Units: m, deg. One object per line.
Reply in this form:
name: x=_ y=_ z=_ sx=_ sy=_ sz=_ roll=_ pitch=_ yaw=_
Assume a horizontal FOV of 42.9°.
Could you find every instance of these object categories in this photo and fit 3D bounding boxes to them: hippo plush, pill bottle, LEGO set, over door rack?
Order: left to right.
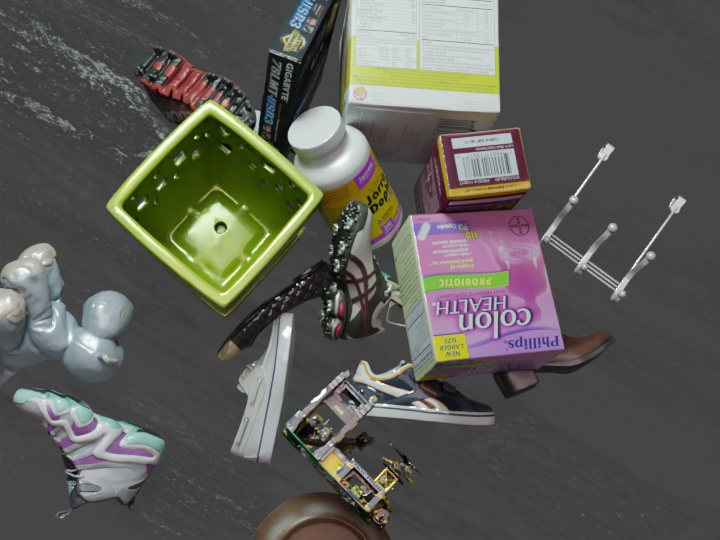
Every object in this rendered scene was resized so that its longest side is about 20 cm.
hippo plush: x=-0.376 y=0.077 z=1.154 sx=0.160 sy=0.159 sz=0.201 roll=18 pitch=75 yaw=-2
pill bottle: x=-0.022 y=-0.121 z=1.217 sx=0.104 sy=0.200 sz=0.105 roll=-14 pitch=49 yaw=17
LEGO set: x=-0.003 y=0.219 z=1.170 sx=0.116 sy=0.154 sz=0.200 roll=-42 pitch=70 yaw=-15
over door rack: x=0.370 y=-0.076 z=1.332 sx=0.148 sy=0.067 sz=0.200 roll=36 pitch=75 yaw=2

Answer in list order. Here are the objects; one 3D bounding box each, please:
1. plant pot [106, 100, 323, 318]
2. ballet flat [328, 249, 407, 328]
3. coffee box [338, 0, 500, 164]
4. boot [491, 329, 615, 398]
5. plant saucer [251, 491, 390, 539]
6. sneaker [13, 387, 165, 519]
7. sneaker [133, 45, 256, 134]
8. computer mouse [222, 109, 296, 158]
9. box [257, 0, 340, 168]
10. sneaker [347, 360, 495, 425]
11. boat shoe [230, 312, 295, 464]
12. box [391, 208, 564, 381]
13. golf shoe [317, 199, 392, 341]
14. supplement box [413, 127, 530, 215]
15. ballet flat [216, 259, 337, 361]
plant pot: x=-0.185 y=-0.065 z=1.200 sx=0.199 sy=0.182 sz=0.200 roll=40 pitch=76 yaw=4
ballet flat: x=0.035 y=0.035 z=1.266 sx=0.199 sy=0.067 sz=0.063 roll=28 pitch=87 yaw=1
coffee box: x=0.074 y=-0.274 z=1.273 sx=0.199 sy=0.200 sz=0.199 roll=2 pitch=76 yaw=-6
boot: x=0.241 y=0.058 z=1.299 sx=0.188 sy=0.069 sz=0.201 roll=-22 pitch=73 yaw=-4
plant saucer: x=-0.049 y=0.389 z=1.185 sx=0.199 sy=0.037 sz=0.201 roll=2 pitch=76 yaw=-6
sneaker: x=-0.359 y=0.239 z=1.145 sx=0.199 sy=0.078 sz=0.140 roll=28 pitch=80 yaw=-17
sneaker: x=-0.222 y=-0.232 z=1.272 sx=0.200 sy=0.098 sz=0.071 roll=30 pitch=68 yaw=17
computer mouse: x=-0.132 y=-0.185 z=1.306 sx=0.199 sy=0.044 sz=0.110 roll=17 pitch=76 yaw=-3
box: x=-0.082 y=-0.271 z=1.224 sx=0.049 sy=0.199 sz=0.201 roll=19 pitch=52 yaw=1
sneaker: x=0.085 y=0.164 z=1.233 sx=0.199 sy=0.078 sz=0.080 roll=7 pitch=81 yaw=-4
boat shoe: x=-0.129 y=0.151 z=1.205 sx=0.065 sy=0.072 sz=0.201 roll=11 pitch=97 yaw=1
box: x=0.150 y=0.031 z=1.206 sx=0.175 sy=0.097 sz=0.201 roll=-4 pitch=71 yaw=-15
golf shoe: x=0.000 y=0.000 z=1.203 sx=0.088 sy=0.077 sz=0.201 roll=3 pitch=120 yaw=-13
supplement box: x=0.145 y=-0.112 z=1.242 sx=0.110 sy=0.200 sz=0.086 roll=-6 pitch=77 yaw=-9
ballet flat: x=-0.109 y=0.060 z=1.240 sx=0.200 sy=0.066 sz=0.057 roll=-38 pitch=94 yaw=-12
